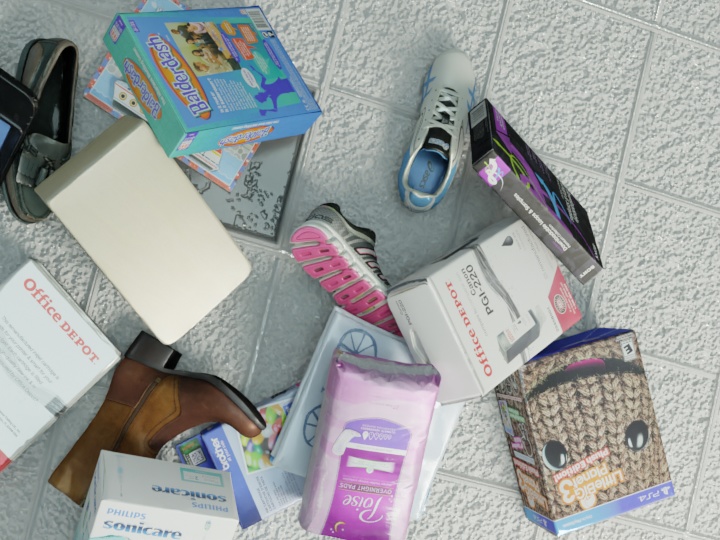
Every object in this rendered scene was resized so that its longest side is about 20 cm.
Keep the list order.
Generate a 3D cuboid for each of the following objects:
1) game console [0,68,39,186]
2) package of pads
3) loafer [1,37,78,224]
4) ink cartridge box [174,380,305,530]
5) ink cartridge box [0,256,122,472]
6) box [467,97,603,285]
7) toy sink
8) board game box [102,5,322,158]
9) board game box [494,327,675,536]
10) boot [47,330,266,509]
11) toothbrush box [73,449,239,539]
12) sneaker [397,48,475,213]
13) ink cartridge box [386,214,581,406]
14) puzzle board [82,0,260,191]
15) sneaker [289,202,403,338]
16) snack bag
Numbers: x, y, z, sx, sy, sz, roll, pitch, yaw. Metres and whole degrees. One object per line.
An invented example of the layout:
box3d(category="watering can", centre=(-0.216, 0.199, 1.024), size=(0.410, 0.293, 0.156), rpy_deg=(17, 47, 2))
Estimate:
box3d(category="game console", centre=(-0.445, -0.128, 1.024), size=(0.175, 0.117, 0.200), rpy_deg=(35, 126, -10))
box3d(category="package of pads", centre=(0.008, 0.190, 1.112), size=(0.118, 0.076, 0.204), rpy_deg=(10, 104, -7))
box3d(category="loafer", centre=(-0.341, -0.153, 1.112), size=(0.071, 0.062, 0.204), rpy_deg=(8, 84, -51))
box3d(category="ink cartridge box", centre=(-0.100, 0.210, 1.183), size=(0.197, 0.042, 0.121), rpy_deg=(-24, 94, -10))
box3d(category="ink cartridge box", centre=(-0.372, 0.106, 1.101), size=(0.200, 0.084, 0.145), rpy_deg=(-43, 96, -9))
box3d(category="box", centre=(0.199, -0.092, 1.185), size=(0.036, 0.144, 0.200), rpy_deg=(-36, 113, 22))
box3d(category="toy sink", centre=(-0.232, -0.044, 1.108), size=(0.130, 0.112, 0.201), rpy_deg=(-42, 114, -12))
box3d(category="board game box", centre=(-0.154, -0.207, 1.103), size=(0.198, 0.045, 0.154), rpy_deg=(-17, 72, -46))
box3d(category="board game box", centre=(0.261, 0.187, 1.230), size=(0.157, 0.097, 0.204), rpy_deg=(-16, 92, -12))
box3d(category="boot", centre=(-0.220, 0.195, 1.120), size=(0.186, 0.069, 0.202), rpy_deg=(29, 83, 8))
box3d(category="toothbrush box", centre=(-0.227, 0.303, 1.080), size=(0.144, 0.086, 0.203), rpy_deg=(13, 113, -21))
box3d(category="sneaker", centre=(0.095, -0.165, 1.215), size=(0.071, 0.072, 0.204), rpy_deg=(16, 84, -10))
box3d(category="ink cartridge box", centre=(0.143, 0.040, 1.176), size=(0.199, 0.084, 0.148), rpy_deg=(-30, 95, -36))
box3d(category="puzzle board", centre=(-0.193, -0.208, 1.181), size=(0.198, 0.017, 0.152), rpy_deg=(32, 82, -9))
box3d(category="sneaker", centre=(0.000, 0.000, 1.188), size=(0.200, 0.073, 0.088), rpy_deg=(49, 37, -25))
box3d(category="snack bag", centre=(0.020, 0.165, 1.178), size=(0.197, 0.021, 0.192), rpy_deg=(23, 88, -15))
